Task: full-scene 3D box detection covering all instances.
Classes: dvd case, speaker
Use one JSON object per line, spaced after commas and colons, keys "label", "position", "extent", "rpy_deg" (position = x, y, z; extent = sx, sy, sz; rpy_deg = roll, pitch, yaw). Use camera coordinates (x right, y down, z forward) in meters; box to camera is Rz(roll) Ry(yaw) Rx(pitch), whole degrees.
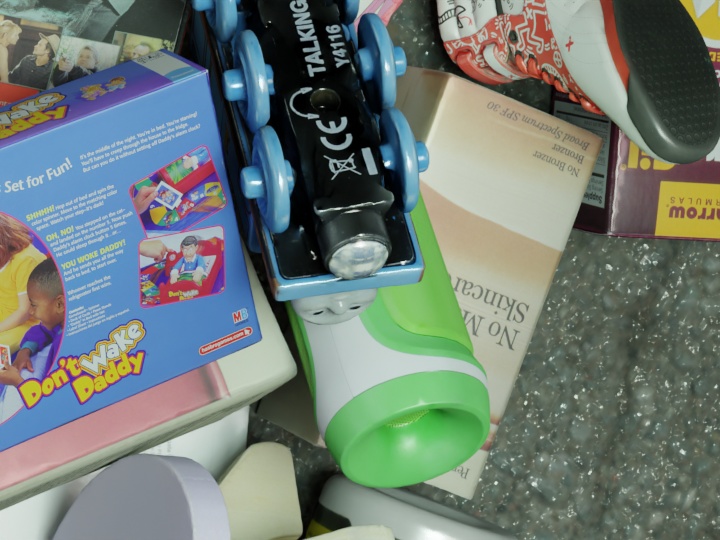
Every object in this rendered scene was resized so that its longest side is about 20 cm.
{"label": "dvd case", "position": [-0.154, -0.117, 1.278], "extent": [0.145, 0.022, 0.201], "rpy_deg": [11, 67, 2]}
{"label": "speaker", "position": [0.000, 0.000, 1.294], "extent": [0.088, 0.089, 0.201], "rpy_deg": [-4, 56, -20]}

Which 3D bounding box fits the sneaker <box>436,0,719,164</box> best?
{"label": "sneaker", "position": [0.105, -0.113, 1.367], "extent": [0.067, 0.108, 0.202], "rpy_deg": [1, 54, -41]}

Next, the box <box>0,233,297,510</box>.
{"label": "box", "position": [-0.152, 0.047, 1.293], "extent": [0.199, 0.128, 0.110], "rpy_deg": [-22, 86, -25]}

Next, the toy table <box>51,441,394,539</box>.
{"label": "toy table", "position": [-0.073, 0.166, 1.311], "extent": [0.116, 0.200, 0.185], "rpy_deg": [7, 70, -30]}

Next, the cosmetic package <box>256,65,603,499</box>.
{"label": "cosmetic package", "position": [0.036, 0.004, 1.403], "extent": [0.103, 0.087, 0.201], "rpy_deg": [19, 90, -24]}

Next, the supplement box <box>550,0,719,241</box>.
{"label": "supplement box", "position": [0.169, -0.118, 1.439], "extent": [0.110, 0.086, 0.202], "rpy_deg": [2, 97, -21]}

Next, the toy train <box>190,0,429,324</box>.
{"label": "toy train", "position": [-0.025, -0.067, 1.220], "extent": [0.086, 0.115, 0.201], "rpy_deg": [-9, 57, -12]}

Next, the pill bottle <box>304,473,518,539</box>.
{"label": "pill bottle", "position": [0.002, 0.216, 1.406], "extent": [0.112, 0.112, 0.201], "rpy_deg": [20, 90, -22]}

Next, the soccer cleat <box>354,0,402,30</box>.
{"label": "soccer cleat", "position": [0.003, -0.150, 1.386], "extent": [0.076, 0.067, 0.201], "rpy_deg": [21, 89, -32]}

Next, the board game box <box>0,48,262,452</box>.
{"label": "board game box", "position": [-0.149, 0.001, 1.177], "extent": [0.199, 0.045, 0.135], "rpy_deg": [-22, 117, -25]}

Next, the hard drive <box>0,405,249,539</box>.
{"label": "hard drive", "position": [-0.159, 0.122, 1.378], "extent": [0.199, 0.025, 0.133], "rpy_deg": [3, 96, -21]}
